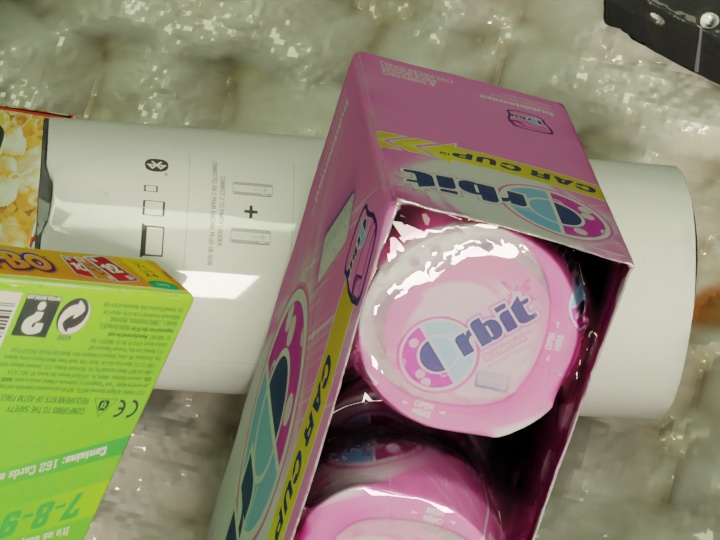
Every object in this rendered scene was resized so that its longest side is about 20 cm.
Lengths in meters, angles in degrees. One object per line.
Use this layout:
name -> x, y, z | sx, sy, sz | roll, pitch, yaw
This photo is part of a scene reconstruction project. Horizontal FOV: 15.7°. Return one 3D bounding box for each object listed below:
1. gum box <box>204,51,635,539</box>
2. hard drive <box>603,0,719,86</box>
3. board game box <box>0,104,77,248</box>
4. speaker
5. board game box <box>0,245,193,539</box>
gum box -> 0.005, 0.057, 0.712 | 0.066, 0.201, 0.114 | 13, 22, -11
hard drive -> 0.199, -0.096, 0.865 | 0.199, 0.038, 0.140 | 29, 71, 17
board game box -> -0.201, 0.010, 0.845 | 0.198, 0.046, 0.153 | 10, 66, 9
speaker -> 0.000, 0.000, 0.792 | 0.198, 0.081, 0.082 | 4, 65, -7
board game box -> -0.125, 0.085, 0.731 | 0.030, 0.095, 0.201 | 36, 110, 38
